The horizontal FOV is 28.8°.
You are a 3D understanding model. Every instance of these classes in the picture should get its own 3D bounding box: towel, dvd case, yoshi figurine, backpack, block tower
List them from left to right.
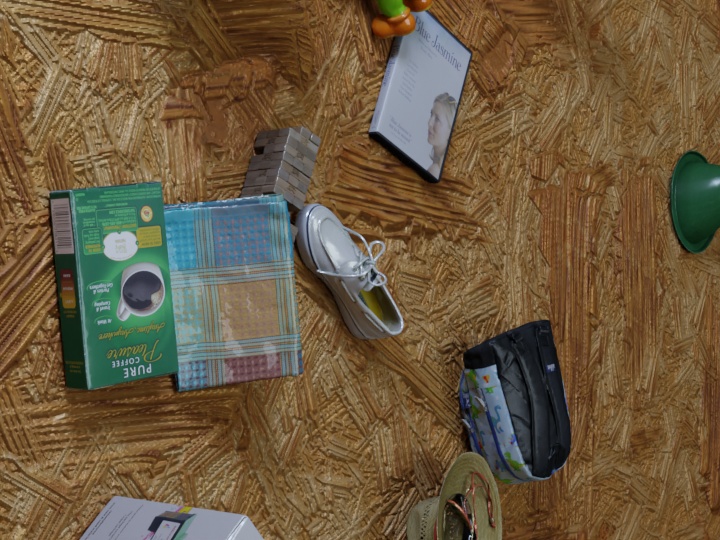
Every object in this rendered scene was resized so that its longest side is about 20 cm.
[{"bbox_3d":[-0.140,0.023,1.511,0.145,0.022,0.202,-7,96,-12],"label":"towel"},{"bbox_3d":[-0.103,-0.067,1.591,0.054,0.058,0.201,31,64,-44],"label":"block tower"},{"bbox_3d":[0.014,-0.391,1.728,0.111,0.113,0.201,-25,131,-5],"label":"yoshi figurine"},{"bbox_3d":[0.082,-0.234,1.837,0.142,0.017,0.201,33,64,-43],"label":"dvd case"},{"bbox_3d":[0.212,0.188,1.899,0.163,0.153,0.201,-18,81,-50],"label":"backpack"}]

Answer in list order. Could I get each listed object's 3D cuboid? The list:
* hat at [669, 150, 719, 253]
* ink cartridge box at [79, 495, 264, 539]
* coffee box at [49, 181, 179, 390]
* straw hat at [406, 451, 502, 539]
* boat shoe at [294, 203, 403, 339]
[{"bbox_3d":[0.633,-0.131,2.351,0.165,0.175,0.202,-22,106,-47],"label":"hat"},{"bbox_3d":[-0.168,0.309,1.394,0.084,0.199,0.145,-53,127,-35],"label":"ink cartridge box"},{"bbox_3d":[-0.250,0.014,1.425,0.123,0.044,0.202,-11,97,-48],"label":"coffee box"},{"bbox_3d":[0.106,0.332,1.800,0.201,0.085,0.203,20,66,-59],"label":"straw hat"},{"bbox_3d":[-0.002,0.004,1.681,0.075,0.086,0.203,-50,125,-37],"label":"boat shoe"}]
